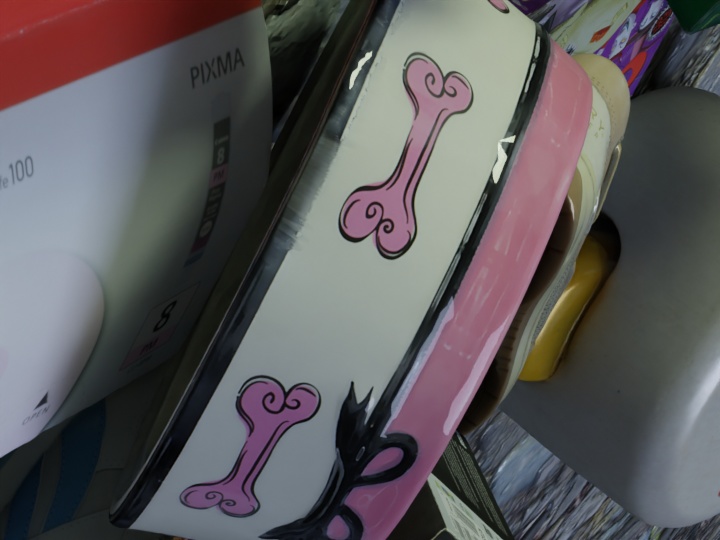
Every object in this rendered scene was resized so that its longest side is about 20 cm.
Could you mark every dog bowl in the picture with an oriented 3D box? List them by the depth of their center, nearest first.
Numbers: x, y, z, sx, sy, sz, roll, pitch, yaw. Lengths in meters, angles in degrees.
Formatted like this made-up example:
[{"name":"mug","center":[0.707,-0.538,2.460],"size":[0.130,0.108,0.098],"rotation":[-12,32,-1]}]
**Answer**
[{"name":"dog bowl","center":[0.000,0.000,0.796],"size":[0.201,0.073,0.200],"rotation":[-63,-175,10]}]

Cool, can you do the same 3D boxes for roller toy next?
[{"name":"roller toy","center":[0.144,0.015,1.247],"size":[0.200,0.140,0.183],"rotation":[-42,152,-20]}]

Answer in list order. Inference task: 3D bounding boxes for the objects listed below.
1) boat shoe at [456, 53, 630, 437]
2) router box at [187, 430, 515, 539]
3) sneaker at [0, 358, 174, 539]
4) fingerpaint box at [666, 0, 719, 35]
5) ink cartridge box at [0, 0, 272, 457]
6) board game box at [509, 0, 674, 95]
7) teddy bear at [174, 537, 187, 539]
[{"name":"boat shoe","center":[0.043,-0.004,0.954],"size":[0.065,0.072,0.200],"rotation":[-49,172,-35]},{"name":"router box","center":[-0.022,0.123,0.880],"size":[0.157,0.052,0.200],"rotation":[-45,-166,6]},{"name":"sneaker","center":[-0.096,0.102,0.884],"size":[0.200,0.081,0.077],"rotation":[-46,162,-22]},{"name":"fingerpaint box","center":[0.207,-0.176,0.942],"size":[0.166,0.074,0.200],"rotation":[-21,166,-29]},{"name":"ink cartridge box","center":[-0.074,-0.032,0.705],"size":[0.162,0.057,0.200],"rotation":[-30,159,-51]},{"name":"board game box","center":[0.069,-0.083,1.029],"size":[0.200,0.032,0.120],"rotation":[-35,162,-45]},{"name":"teddy bear","center":[-0.041,0.101,1.062],"size":[0.200,0.067,0.145],"rotation":[-25,148,-58]}]
